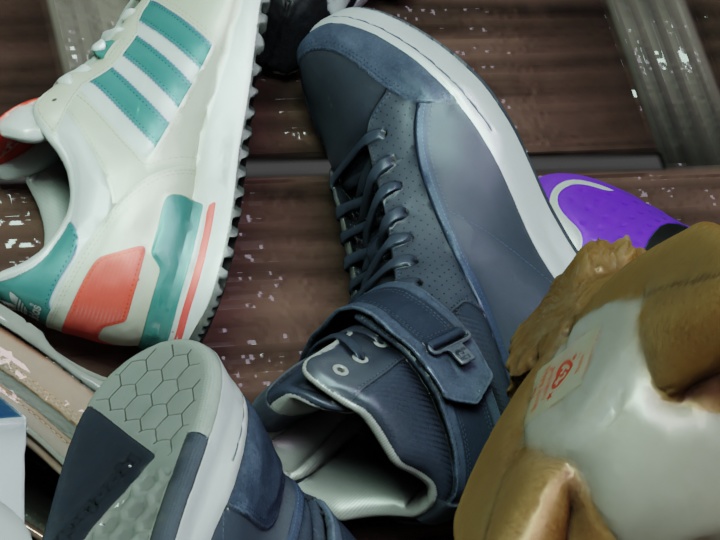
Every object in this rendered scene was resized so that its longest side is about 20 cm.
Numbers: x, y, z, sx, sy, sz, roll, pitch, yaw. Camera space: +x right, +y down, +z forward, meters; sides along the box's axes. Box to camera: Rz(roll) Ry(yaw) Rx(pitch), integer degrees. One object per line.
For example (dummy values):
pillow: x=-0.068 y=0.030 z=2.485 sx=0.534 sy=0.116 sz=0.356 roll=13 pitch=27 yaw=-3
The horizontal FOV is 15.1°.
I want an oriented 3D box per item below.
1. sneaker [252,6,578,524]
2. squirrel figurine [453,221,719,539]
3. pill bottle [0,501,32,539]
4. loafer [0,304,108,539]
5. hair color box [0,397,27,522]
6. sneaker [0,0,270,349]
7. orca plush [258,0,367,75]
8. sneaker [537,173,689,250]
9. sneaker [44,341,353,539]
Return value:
sneaker: x=0.001 y=0.000 z=0.996 sx=0.146 sy=0.077 sz=0.203 roll=-23 pitch=70 yaw=-35
squirrel figurine: x=0.137 y=0.080 z=0.901 sx=0.186 sy=0.142 sz=0.200 roll=35 pitch=8 yaw=-14
pill bottle: x=-0.188 y=0.060 z=0.733 sx=0.200 sy=0.114 sz=0.115 roll=37 pitch=45 yaw=-36
loafer: x=-0.129 y=0.051 z=0.918 sx=0.199 sy=0.072 sz=0.063 roll=27 pitch=59 yaw=-7
hair color box: x=-0.206 y=0.093 z=0.834 sx=0.199 sy=0.060 sz=0.101 roll=-3 pitch=102 yaw=-24
sneaker: x=-0.087 y=-0.065 z=0.998 sx=0.093 sy=0.070 sz=0.201 roll=10 pitch=66 yaw=-9
orca plush: x=-0.004 y=-0.173 z=1.110 sx=0.105 sy=0.071 sz=0.200 roll=33 pitch=52 yaw=1
sneaker: x=0.152 y=0.012 z=1.033 sx=0.200 sy=0.100 sz=0.070 roll=35 pitch=51 yaw=2
sneaker: x=-0.052 y=0.144 z=0.834 sx=0.146 sy=0.077 sz=0.203 roll=54 pitch=45 yaw=-36
